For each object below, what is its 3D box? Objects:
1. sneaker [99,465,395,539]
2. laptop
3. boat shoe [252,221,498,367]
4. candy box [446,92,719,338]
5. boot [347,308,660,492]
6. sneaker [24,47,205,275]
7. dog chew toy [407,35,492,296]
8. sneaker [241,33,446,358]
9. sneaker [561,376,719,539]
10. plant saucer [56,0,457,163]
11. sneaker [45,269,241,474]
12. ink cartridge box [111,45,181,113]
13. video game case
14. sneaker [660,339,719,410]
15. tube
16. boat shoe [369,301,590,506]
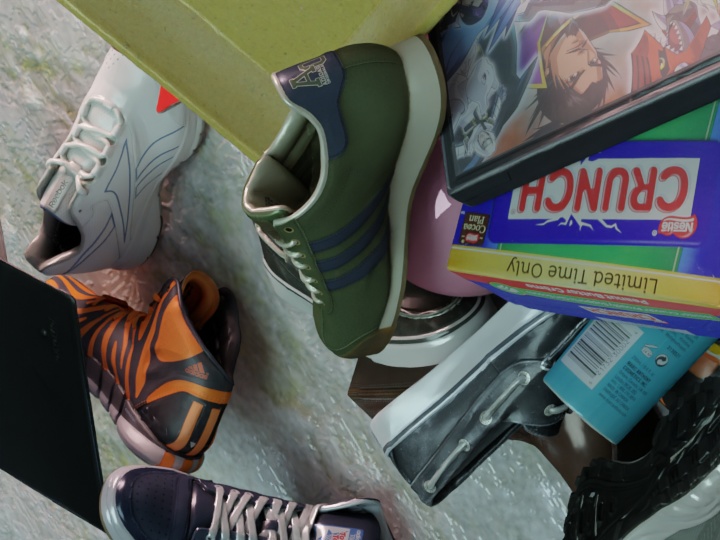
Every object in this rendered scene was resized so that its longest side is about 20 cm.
[{"bbox_3d":[-0.060,0.165,1.420,0.108,0.200,0.070,-20,50,42],"label":"sneaker"},{"bbox_3d":[-0.207,0.033,1.458,0.116,0.200,0.188,2,126,7],"label":"laptop"},{"bbox_3d":[0.000,0.000,1.319,0.200,0.071,0.064,21,144,49],"label":"boat shoe"},{"bbox_3d":[0.147,-0.075,1.109,0.169,0.077,0.200,8,80,40],"label":"candy box"},{"bbox_3d":[0.084,0.103,1.319,0.200,0.064,0.187,-8,89,41],"label":"boot"},{"bbox_3d":[-0.161,-0.070,1.455,0.074,0.087,0.200,38,129,26],"label":"sneaker"},{"bbox_3d":[0.030,-0.078,1.256,0.200,0.124,0.125,47,133,28],"label":"dog chew toy"},{"bbox_3d":[-0.021,-0.033,1.151,0.067,0.090,0.200,-118,30,-41],"label":"sneaker"},{"bbox_3d":[0.164,0.125,1.160,0.079,0.074,0.200,20,147,-18],"label":"sneaker"},{"bbox_3d":[-0.060,-0.166,1.171,0.200,0.048,0.200,39,139,-5],"label":"plant saucer"},{"bbox_3d":[-0.139,0.037,1.502,0.200,0.078,0.112,43,112,38],"label":"sneaker"},{"bbox_3d":[-0.077,-0.183,1.302,0.200,0.067,0.116,-27,46,45],"label":"ink cartridge box"},{"bbox_3d":[0.116,-0.148,1.094,0.200,0.025,0.181,-24,60,33],"label":"video game case"},{"bbox_3d":[0.226,0.088,1.185,0.200,0.070,0.090,44,139,25],"label":"sneaker"},{"bbox_3d":[0.176,-0.002,1.146,0.077,0.050,0.200,43,96,15],"label":"tube"},{"bbox_3d":[0.091,0.057,1.218,0.200,0.072,0.068,-40,73,25],"label":"boat shoe"}]
